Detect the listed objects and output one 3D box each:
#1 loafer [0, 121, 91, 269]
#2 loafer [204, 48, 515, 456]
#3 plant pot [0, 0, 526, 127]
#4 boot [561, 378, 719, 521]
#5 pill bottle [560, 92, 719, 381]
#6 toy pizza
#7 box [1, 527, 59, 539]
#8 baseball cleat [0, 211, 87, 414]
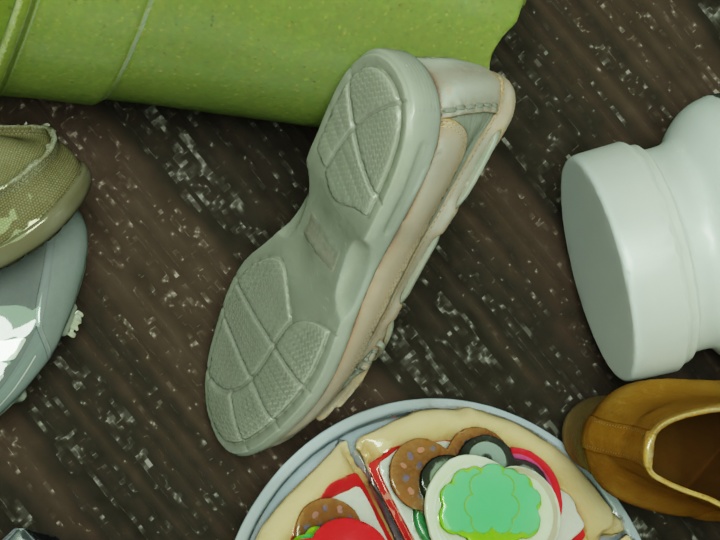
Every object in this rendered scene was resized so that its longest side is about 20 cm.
[{"bbox_3d":[-0.204,-0.036,0.789,0.198,0.076,0.068,-4,123,10],"label":"loafer"},{"bbox_3d":[0.000,0.000,0.794,0.062,0.201,0.072,-2,47,-34],"label":"loafer"},{"bbox_3d":[-0.037,-0.133,0.798,0.188,0.200,0.202,17,83,-16],"label":"plant pot"},{"bbox_3d":[0.185,0.077,0.796,0.199,0.144,0.072,4,90,-11],"label":"boot"},{"bbox_3d":[0.190,-0.025,0.828,0.198,0.116,0.117,-15,86,-6],"label":"pill bottle"},{"bbox_3d":[0.039,0.150,0.813,0.198,0.032,0.202,5,75,-19],"label":"toy pizza"},{"bbox_3d":[-0.159,0.205,0.766,0.200,0.132,0.115,-43,86,-8],"label":"box"},{"bbox_3d":[-0.189,0.040,0.793,0.069,0.106,0.201,29,80,37],"label":"baseball cleat"}]
